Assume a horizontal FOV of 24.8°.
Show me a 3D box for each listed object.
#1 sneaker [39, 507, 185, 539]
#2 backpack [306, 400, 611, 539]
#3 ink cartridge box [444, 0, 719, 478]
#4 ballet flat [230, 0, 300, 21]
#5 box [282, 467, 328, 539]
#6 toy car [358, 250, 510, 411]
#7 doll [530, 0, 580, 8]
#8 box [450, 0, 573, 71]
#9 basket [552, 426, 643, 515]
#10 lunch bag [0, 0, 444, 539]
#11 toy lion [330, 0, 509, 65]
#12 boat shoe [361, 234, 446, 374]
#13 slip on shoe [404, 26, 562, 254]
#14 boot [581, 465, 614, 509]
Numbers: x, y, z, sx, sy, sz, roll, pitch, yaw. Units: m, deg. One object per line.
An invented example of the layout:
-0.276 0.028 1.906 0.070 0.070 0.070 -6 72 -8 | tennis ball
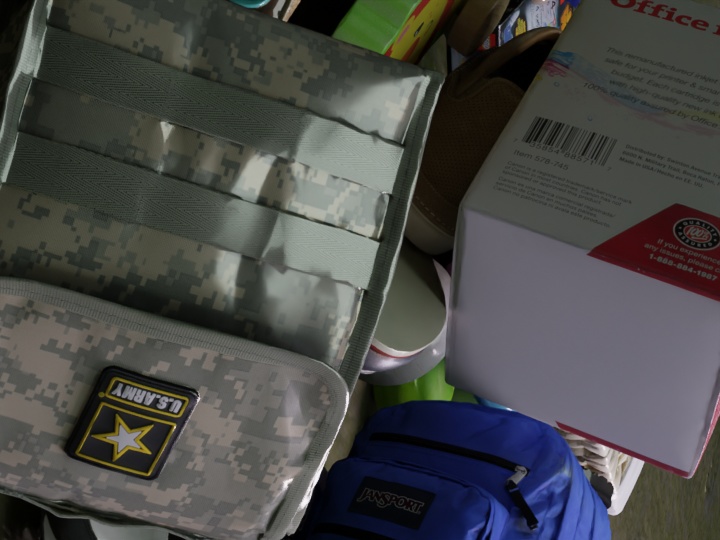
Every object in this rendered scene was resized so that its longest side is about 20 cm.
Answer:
-0.067 0.153 0.765 0.200 0.080 0.074 47 21 -25 | sneaker
0.048 0.169 0.895 0.201 0.162 0.168 -64 150 -25 | backpack
0.150 -0.029 0.863 0.200 0.145 0.145 -57 159 -36 | ink cartridge box
-0.067 -0.104 0.730 0.200 0.070 0.065 -54 180 -17 | ballet flat
-0.048 0.178 0.946 0.122 0.047 0.200 -67 155 -22 | box
0.080 0.012 1.012 0.201 0.149 0.175 -71 156 -14 | toy car
0.134 -0.222 1.078 0.200 0.048 0.137 39 48 -38 | doll
0.109 -0.112 1.150 0.137 0.040 0.201 -51 145 -47 | box
0.161 0.059 1.239 0.200 0.135 0.124 -62 150 -30 | basket
-0.080 0.000 0.617 0.118 0.163 0.201 5 -101 69 | lunch bag
0.031 -0.147 0.863 0.192 0.069 0.200 -50 172 -43 | toy lion
0.000 0.000 0.859 0.071 0.063 0.200 44 21 -19 | boat shoe
0.070 -0.079 0.913 0.061 0.076 0.200 -39 -176 37 | slip on shoe
0.073 0.196 1.118 0.210 0.079 0.159 16 83 -31 | boot
